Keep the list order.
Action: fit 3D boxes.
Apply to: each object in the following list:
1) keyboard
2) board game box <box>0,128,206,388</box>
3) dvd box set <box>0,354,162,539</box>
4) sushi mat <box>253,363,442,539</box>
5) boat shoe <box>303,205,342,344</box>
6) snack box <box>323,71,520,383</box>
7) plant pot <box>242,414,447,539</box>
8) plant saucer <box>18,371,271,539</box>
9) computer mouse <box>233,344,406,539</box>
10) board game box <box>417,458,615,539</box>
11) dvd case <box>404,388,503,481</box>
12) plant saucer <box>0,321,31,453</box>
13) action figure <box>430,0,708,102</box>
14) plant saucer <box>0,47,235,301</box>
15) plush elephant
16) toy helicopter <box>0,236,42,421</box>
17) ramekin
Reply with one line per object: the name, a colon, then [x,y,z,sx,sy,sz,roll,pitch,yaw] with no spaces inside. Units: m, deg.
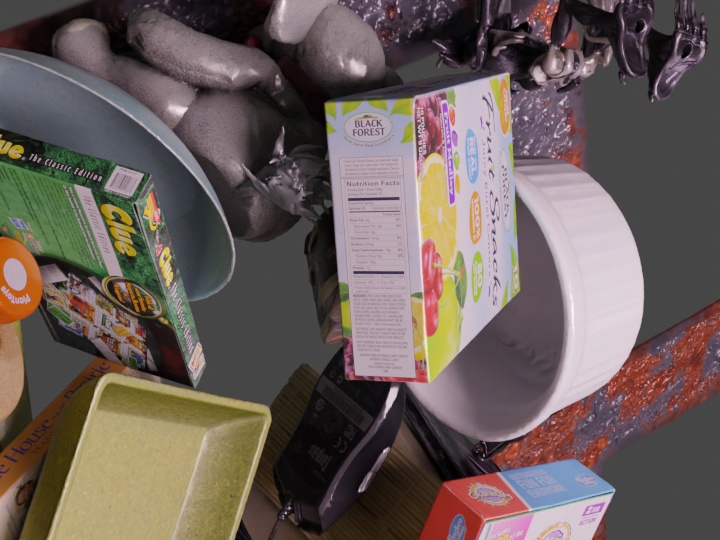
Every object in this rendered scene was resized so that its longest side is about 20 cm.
keyboard: [0.151,0.119,0.958,0.127,0.021,0.199,-44,163,27]
board game box: [-0.150,-0.001,0.641,0.201,0.104,0.024,89,24,-58]
dvd box set: [-0.191,0.158,0.724,0.200,0.029,0.148,-51,146,-39]
sushi mat: [-0.006,0.158,0.809,0.096,0.199,0.012,-56,144,5]
boat shoe: [0.000,0.000,0.764,0.074,0.074,0.200,-15,169,-8]
snack box: [0.043,-0.035,0.638,0.200,0.052,0.144,-31,120,-66]
plant pot: [0.019,0.235,0.882,0.200,0.177,0.200,-48,132,-2]
plant saucer: [-0.150,0.168,0.717,0.200,0.047,0.202,26,80,-62]
computer mouse: [-0.039,0.132,0.810,0.046,0.140,0.202,27,89,-43]
board game box: [0.079,0.229,0.756,0.152,0.040,0.202,2,115,-47]
dvd case: [0.107,0.183,0.932,0.016,0.149,0.200,-42,132,6]
plant saucer: [-0.291,0.128,0.683,0.198,0.048,0.202,-15,123,-28]
action figure: [0.128,-0.164,0.734,0.118,0.199,0.104,8,96,-35]
plant saucer: [-0.151,-0.058,0.614,0.202,0.199,0.039,55,50,-40]
plush elephant: [-0.053,-0.104,0.661,0.155,0.198,0.166,-50,134,-29]
toy helicopter: [-0.244,0.043,0.556,0.078,0.134,0.199,-16,163,24]
ramekin: [0.107,0.012,0.809,0.097,0.200,0.203,-12,122,-37]
